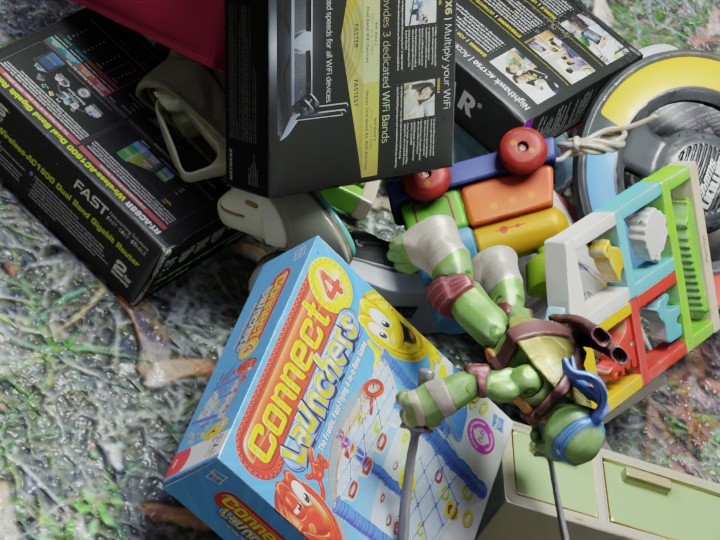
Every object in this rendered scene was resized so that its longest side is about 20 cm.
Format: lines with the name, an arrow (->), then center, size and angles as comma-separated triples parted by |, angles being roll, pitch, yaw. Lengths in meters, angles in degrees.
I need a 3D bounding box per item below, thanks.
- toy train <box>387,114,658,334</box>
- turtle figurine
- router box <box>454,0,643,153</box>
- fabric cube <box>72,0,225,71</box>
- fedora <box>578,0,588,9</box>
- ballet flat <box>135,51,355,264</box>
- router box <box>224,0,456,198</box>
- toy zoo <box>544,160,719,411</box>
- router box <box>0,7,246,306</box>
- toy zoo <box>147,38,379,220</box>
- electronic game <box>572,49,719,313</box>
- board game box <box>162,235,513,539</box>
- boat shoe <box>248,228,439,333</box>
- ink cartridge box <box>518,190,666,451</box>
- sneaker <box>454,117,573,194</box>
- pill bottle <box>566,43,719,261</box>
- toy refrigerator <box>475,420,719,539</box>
toy train -> 0.127, -0.034, 1.690 | 0.199, 0.085, 0.116 | -15, 70, -1
turtle figurine -> 0.073, 0.077, 1.548 | 0.143, 0.201, 0.194 | -5, 48, -21
router box -> 0.092, -0.182, 1.833 | 0.200, 0.051, 0.149 | 43, 47, 20
fabric cube -> -0.057, -0.242, 1.693 | 0.199, 0.200, 0.196 | 11, 13, -43
fedora -> 0.089, -0.179, 1.940 | 0.200, 0.092, 0.201 | 13, 42, -12
ballet flat -> -0.084, -0.064, 1.650 | 0.064, 0.067, 0.200 | -32, 69, -18
router box -> -0.012, -0.158, 1.584 | 0.157, 0.201, 0.052 | -10, 19, -37
toy zoo -> 0.183, 0.017, 1.683 | 0.020, 0.132, 0.200 | 4, 24, 40
router box -> -0.170, -0.085, 1.699 | 0.200, 0.062, 0.150 | 43, 40, 11
toy zoo -> -0.071, -0.127, 1.828 | 0.199, 0.020, 0.131 | 26, 40, -9
electronic game -> 0.250, -0.066, 1.815 | 0.199, 0.042, 0.201 | 3, 82, -21
board game box -> -0.008, 0.115, 1.541 | 0.196, 0.056, 0.200 | 43, 44, -22
boat shoe -> 0.000, 0.000, 1.721 | 0.199, 0.070, 0.066 | 2, 49, -35
ink cartridge box -> 0.150, 0.034, 1.757 | 0.116, 0.067, 0.201 | 30, 32, -47
sneaker -> 0.118, -0.097, 1.876 | 0.200, 0.082, 0.074 | -7, 59, -50
pill bottle -> 0.261, -0.071, 1.929 | 0.116, 0.116, 0.200 | -14, 61, -42
toy refrigerator -> 0.172, 0.171, 1.664 | 0.199, 0.070, 0.076 | 18, 42, -18
